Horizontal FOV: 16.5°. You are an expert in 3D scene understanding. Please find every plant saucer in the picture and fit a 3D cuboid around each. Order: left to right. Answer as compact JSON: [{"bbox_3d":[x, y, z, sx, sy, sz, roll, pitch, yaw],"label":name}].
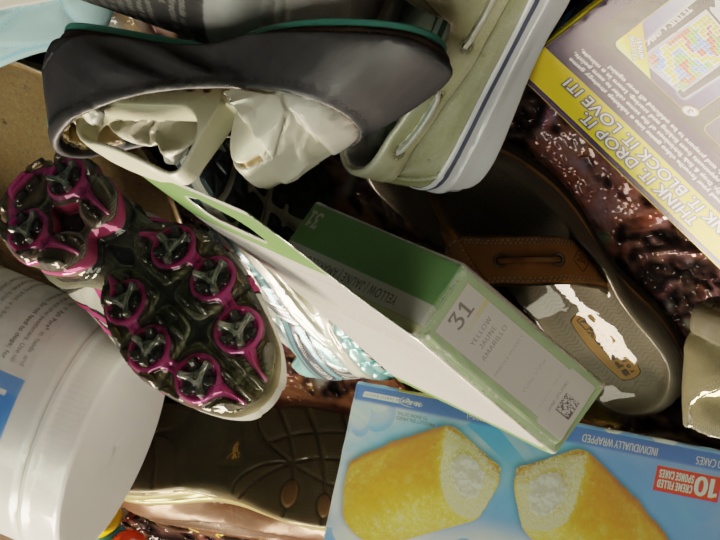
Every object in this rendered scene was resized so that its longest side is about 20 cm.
[{"bbox_3d":[-0.173,-0.041,1.320,0.200,0.035,0.200,16,133,17],"label":"plant saucer"}]

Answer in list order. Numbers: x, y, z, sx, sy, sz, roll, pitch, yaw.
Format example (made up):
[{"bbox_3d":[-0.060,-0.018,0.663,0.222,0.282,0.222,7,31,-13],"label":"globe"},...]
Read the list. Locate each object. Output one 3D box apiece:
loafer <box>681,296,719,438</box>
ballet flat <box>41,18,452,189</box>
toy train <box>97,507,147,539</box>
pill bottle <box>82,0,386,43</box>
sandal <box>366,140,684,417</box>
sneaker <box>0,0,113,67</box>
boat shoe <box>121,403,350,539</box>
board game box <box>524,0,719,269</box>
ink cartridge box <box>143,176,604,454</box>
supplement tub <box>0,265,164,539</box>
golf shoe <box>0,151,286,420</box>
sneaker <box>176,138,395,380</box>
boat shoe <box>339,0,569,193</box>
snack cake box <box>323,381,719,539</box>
[{"bbox_3d":[0.236,0.081,1.155,0.200,0.076,0.068,29,109,18],"label":"loafer"},{"bbox_3d":[-0.054,-0.067,1.058,0.200,0.073,0.073,3,129,30],"label":"ballet flat"},{"bbox_3d":[-0.201,0.157,1.502,0.200,0.056,0.150,17,135,21],"label":"toy train"},{"bbox_3d":[-0.079,-0.163,1.102,0.200,0.113,0.113,21,135,14],"label":"pill bottle"},{"bbox_3d":[0.079,0.007,1.202,0.082,0.055,0.200,-27,111,42],"label":"sandal"},{"bbox_3d":[-0.212,-0.118,1.193,0.200,0.074,0.082,-7,135,-9],"label":"sneaker"},{"bbox_3d":[-0.048,0.119,1.371,0.200,0.072,0.068,5,146,23],"label":"boat shoe"},{"bbox_3d":[0.193,-0.072,1.067,0.200,0.057,0.165,43,138,-10],"label":"board game box"},{"bbox_3d":[0.000,0.000,1.132,0.200,0.048,0.146,41,171,-30],"label":"ink cartridge box"},{"bbox_3d":[-0.217,0.056,1.311,0.200,0.132,0.132,21,135,13],"label":"supplement tub"},{"bbox_3d":[-0.092,0.014,1.209,0.200,0.073,0.092,40,177,40],"label":"golf shoe"},{"bbox_3d":[-0.054,-0.016,1.246,0.086,0.078,0.200,-17,117,43],"label":"sneaker"},{"bbox_3d":[0.047,-0.120,1.061,0.072,0.062,0.200,40,123,42],"label":"boat shoe"},{"bbox_3d":[0.087,0.132,1.249,0.200,0.115,0.067,10,172,17],"label":"snack cake box"}]
